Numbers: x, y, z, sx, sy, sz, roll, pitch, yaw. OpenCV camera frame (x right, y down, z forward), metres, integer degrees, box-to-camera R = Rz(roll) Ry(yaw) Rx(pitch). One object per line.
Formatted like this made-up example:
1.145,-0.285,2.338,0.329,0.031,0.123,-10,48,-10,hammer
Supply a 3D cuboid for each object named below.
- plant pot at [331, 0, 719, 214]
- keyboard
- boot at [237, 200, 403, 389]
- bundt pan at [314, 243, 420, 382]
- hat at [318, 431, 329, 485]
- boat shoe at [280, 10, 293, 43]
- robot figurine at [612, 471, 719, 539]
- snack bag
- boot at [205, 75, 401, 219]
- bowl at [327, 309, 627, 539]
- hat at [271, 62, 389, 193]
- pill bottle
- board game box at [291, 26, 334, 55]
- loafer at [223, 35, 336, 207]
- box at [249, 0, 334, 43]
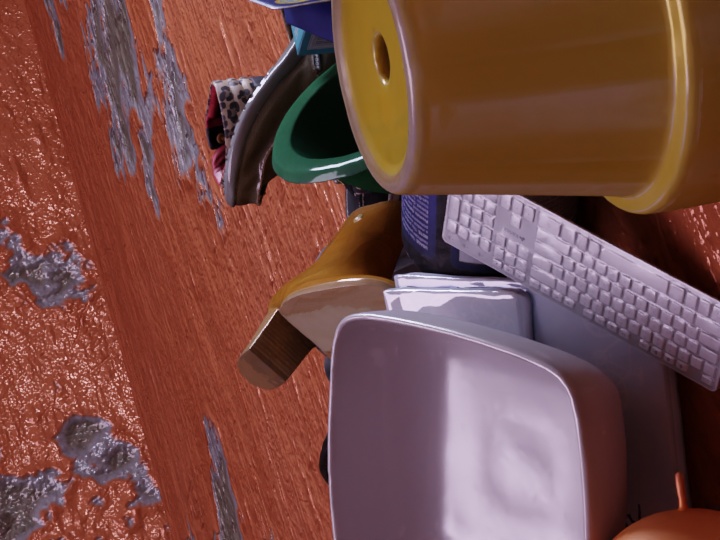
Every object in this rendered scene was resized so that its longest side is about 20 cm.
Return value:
0.093,-0.119,1.039,0.201,0.189,0.201,169,90,-76,plant pot
0.125,0.001,1.177,0.200,0.011,0.056,30,136,32,keyboard
0.000,0.001,1.406,0.071,0.144,0.201,44,147,-12,boot
0.017,0.057,1.645,0.202,0.076,0.202,163,90,-73,bundt pan
0.056,0.179,1.383,0.201,0.200,0.081,103,-170,-58,hat
-0.038,-0.169,1.736,0.072,0.065,0.200,-154,53,-72,boat shoe
0.180,0.214,1.114,0.117,0.144,0.200,16,122,38,robot figurine
0.109,0.096,1.246,0.200,0.021,0.189,1,105,37,snack bag
-0.043,-0.094,1.646,0.200,0.150,0.073,96,157,-52,boot
0.076,0.123,1.207,0.200,0.075,0.200,15,112,43,bowl
0.052,-0.062,1.463,0.176,0.166,0.200,58,-148,-28,hat
0.080,-0.057,1.285,0.112,0.112,0.200,-119,23,-50,pill bottle
-0.029,-0.276,1.456,0.151,0.047,0.200,116,145,-63,board game box
-0.035,-0.127,1.528,0.200,0.070,0.075,-60,-3,-11,loafer
0.033,-0.162,1.208,0.121,0.200,0.032,-143,44,-69,box
